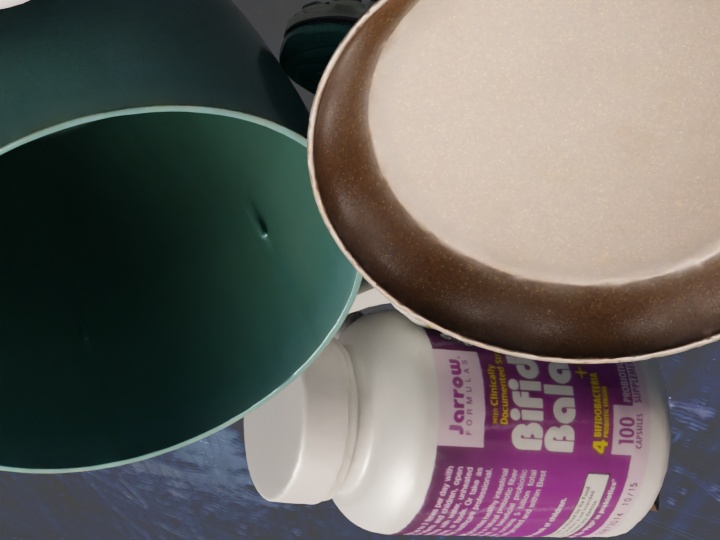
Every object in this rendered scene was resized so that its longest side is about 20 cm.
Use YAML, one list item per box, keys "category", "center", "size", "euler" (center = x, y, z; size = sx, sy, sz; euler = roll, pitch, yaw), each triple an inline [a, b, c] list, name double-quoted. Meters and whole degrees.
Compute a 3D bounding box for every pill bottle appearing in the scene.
- category: "pill bottle"
  center: [0.047, 0.077, 1.002]
  size: [0.198, 0.113, 0.112]
  euler: [4, 171, -24]

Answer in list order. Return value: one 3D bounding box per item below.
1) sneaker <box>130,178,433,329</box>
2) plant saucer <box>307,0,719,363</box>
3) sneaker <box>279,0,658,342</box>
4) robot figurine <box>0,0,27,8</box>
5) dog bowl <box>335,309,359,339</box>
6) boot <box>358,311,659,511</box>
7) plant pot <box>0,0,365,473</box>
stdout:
- category: "sneaker"
  center: [0.000, 0.000, 0.921]
  size: [0.198, 0.074, 0.116]
  euler: [-4, 162, 3]
- category: "plant saucer"
  center: [0.081, -0.046, 0.711]
  size: [0.198, 0.032, 0.201]
  euler: [4, 133, 4]
- category: "sneaker"
  center: [0.050, -0.040, 0.796]
  size: [0.199, 0.080, 0.078]
  euler: [33, 162, 1]
- category: "robot figurine"
  center: [-0.162, -0.156, 0.670]
  size: [0.199, 0.113, 0.171]
  euler: [19, 128, 12]
- category: "dog bowl"
  center: [-0.090, 0.012, 1.016]
  size: [0.198, 0.059, 0.200]
  euler: [-9, 168, -2]
- category: "boot"
  center: [0.080, 0.087, 1.170]
  size: [0.199, 0.065, 0.186]
  euler: [18, 176, 24]
- category: "plant pot"
  center: [-0.115, -0.045, 0.798]
  size: [0.199, 0.162, 0.201]
  euler: [-14, 141, -11]
